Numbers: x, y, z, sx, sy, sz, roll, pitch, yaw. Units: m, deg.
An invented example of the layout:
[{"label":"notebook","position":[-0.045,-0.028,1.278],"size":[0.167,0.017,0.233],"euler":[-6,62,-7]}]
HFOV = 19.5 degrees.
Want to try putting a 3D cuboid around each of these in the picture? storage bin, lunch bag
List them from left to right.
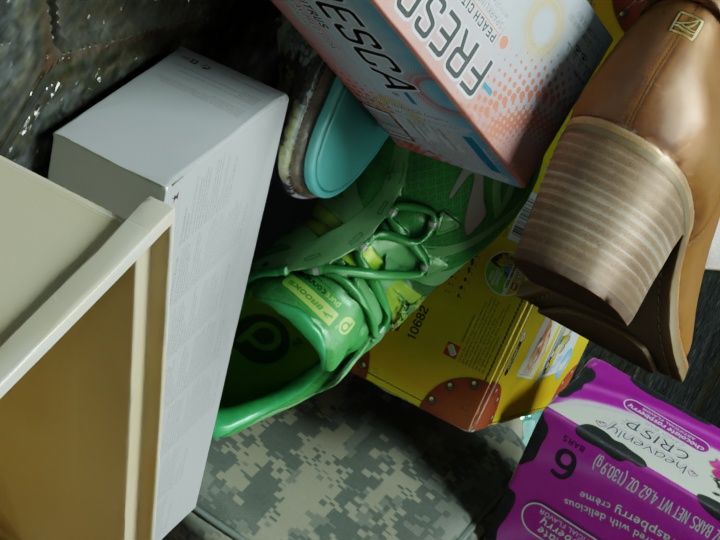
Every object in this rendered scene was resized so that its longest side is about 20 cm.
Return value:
[{"label":"storage bin","position":[-0.150,0.088,0.589],"size":[0.200,0.094,0.199],"euler":[-50,159,-38]},{"label":"lunch bag","position":[-0.031,0.140,0.965],"size":[0.200,0.139,0.168],"euler":[-39,162,-56]}]

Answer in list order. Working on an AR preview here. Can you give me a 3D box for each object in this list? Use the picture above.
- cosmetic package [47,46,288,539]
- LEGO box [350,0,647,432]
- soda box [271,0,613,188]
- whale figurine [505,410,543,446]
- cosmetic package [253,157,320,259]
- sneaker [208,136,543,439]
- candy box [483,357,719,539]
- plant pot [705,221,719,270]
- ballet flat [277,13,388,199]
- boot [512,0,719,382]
[{"label":"cosmetic package","position":[-0.084,0.025,0.761],"size":[0.083,0.051,0.200],"euler":[-46,157,-52]},{"label":"LEGO box","position":[0.078,-0.037,0.927],"size":[0.200,0.077,0.149],"euler":[-66,162,9]},{"label":"soda box","position":[0.008,-0.109,0.684],"size":[0.068,0.064,0.200],"euler":[-59,141,-12]},{"label":"whale figurine","position":[0.071,0.089,1.102],"size":[0.200,0.104,0.159],"euler":[-167,-103,-74]},{"label":"cosmetic package","position":[0.027,-0.074,0.943],"size":[0.200,0.052,0.151],"euler":[-34,145,-57]},{"label":"sneaker","position":[0.000,0.000,0.823],"size":[0.200,0.074,0.084],"euler":[-46,-168,21]},{"label":"candy box","position":[0.114,0.158,0.931],"size":[0.061,0.136,0.200],"euler":[-37,152,-54]},{"label":"plant pot","position":[0.158,-0.114,1.091],"size":[0.187,0.187,0.200],"euler":[-13,112,-69]},{"label":"ballet flat","position":[0.010,-0.116,0.792],"size":[0.200,0.072,0.072],"euler":[-57,163,-14]},{"label":"boot","position":[0.119,-0.048,0.789],"size":[0.155,0.077,0.200],"euler":[-61,158,-6]}]
